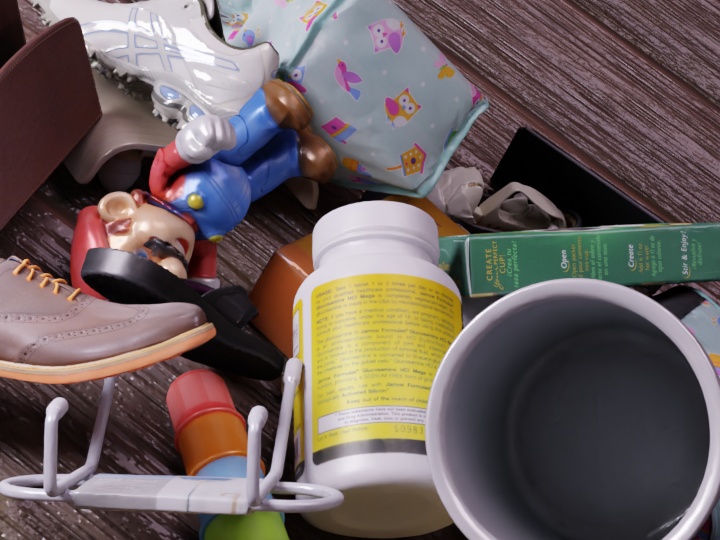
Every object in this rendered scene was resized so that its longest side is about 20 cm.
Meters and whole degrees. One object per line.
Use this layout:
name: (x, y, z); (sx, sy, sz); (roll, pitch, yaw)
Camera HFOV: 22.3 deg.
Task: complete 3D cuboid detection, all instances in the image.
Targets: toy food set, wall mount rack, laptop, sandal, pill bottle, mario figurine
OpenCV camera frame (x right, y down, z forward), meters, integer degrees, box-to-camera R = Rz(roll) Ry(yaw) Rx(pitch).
toy food set: (-0.144, -0.097, 1.373); (0.200, 0.061, 0.144); (7, 29, -37)
wall mount rack: (-0.105, 0.096, 1.069); (0.199, 0.075, 0.174); (2, 4, 4)
laptop: (0.215, -0.073, 1.590); (0.177, 0.103, 0.200); (36, 33, 4)
sandal: (-0.101, 0.022, 1.154); (0.075, 0.048, 0.200); (9, -19, 27)
pill bottle: (0.013, 0.062, 1.176); (0.112, 0.112, 0.200); (14, 59, -27)
mario figurine: (-0.102, -0.032, 1.211); (0.124, 0.200, 0.106); (53, -10, -10)

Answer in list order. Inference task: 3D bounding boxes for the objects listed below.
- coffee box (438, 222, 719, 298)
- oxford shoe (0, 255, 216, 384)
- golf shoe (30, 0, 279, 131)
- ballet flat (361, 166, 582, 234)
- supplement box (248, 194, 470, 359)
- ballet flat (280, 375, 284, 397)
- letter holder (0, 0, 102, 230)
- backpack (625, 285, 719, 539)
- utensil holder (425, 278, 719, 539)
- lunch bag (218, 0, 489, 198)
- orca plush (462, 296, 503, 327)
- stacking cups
coffee box: (0.153, -0.008, 1.298); (0.199, 0.044, 0.123); (-3, 2, -15)
oxford shoe: (-0.185, 0.028, 1.058); (0.199, 0.073, 0.071); (-5, 4, 0)
golf shoe: (-0.142, -0.165, 1.302); (0.200, 0.097, 0.078); (35, 2, 18)
ballet flat: (0.098, -0.050, 1.493); (0.200, 0.073, 0.073); (16, 36, -24)
supplement box: (0.000, 0.000, 1.347); (0.067, 0.069, 0.200); (43, 35, 14)
ballet flat: (0.042, 0.089, 1.258); (0.200, 0.057, 0.067); (10, 53, -18)
letter holder: (-0.262, -0.123, 1.188); (0.100, 0.142, 0.200); (0, 29, 16)
backpack: (0.234, 0.137, 1.264); (0.200, 0.176, 0.153); (38, 46, 14)
utensil holder: (0.143, 0.098, 1.094); (0.170, 0.170, 0.200); (42, 6, 15)
lunch bag: (-0.027, -0.151, 1.404); (0.170, 0.122, 0.200); (42, -13, -30)
orca plush: (0.093, 0.054, 1.354); (0.200, 0.071, 0.105); (-28, 56, -31)
stacking cups: (-0.079, 0.145, 1.107); (0.060, 0.061, 0.200); (10, 33, -30)
